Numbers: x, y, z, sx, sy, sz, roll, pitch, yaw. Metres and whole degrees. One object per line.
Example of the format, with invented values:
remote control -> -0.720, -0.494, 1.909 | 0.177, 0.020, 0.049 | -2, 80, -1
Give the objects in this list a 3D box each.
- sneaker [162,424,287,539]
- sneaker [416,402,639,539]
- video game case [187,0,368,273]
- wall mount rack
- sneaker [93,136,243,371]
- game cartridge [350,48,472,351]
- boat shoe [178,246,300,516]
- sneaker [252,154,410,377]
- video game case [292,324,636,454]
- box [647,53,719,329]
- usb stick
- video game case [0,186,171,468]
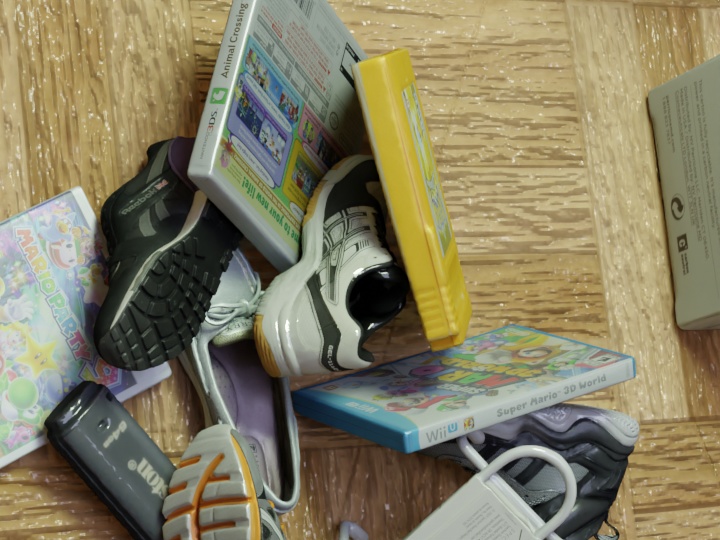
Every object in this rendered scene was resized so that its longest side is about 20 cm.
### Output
sneaker -> -0.070, 0.199, 1.451 | 0.077, 0.078, 0.202 | -9, 88, -50
sneaker -> 0.103, 0.150, 1.595 | 0.198, 0.075, 0.115 | 4, 90, -15
video game case -> -0.049, -0.103, 1.530 | 0.200, 0.022, 0.184 | 48, 50, -58
wall mount rack -> 0.086, 0.205, 1.543 | 0.200, 0.075, 0.174 | -42, 100, 13
sneaker -> -0.140, -0.012, 1.484 | 0.201, 0.087, 0.076 | -60, 145, -40
game cartridge -> 0.040, -0.053, 1.546 | 0.032, 0.176, 0.202 | -16, 96, 7
boat shoe -> -0.079, 0.070, 1.513 | 0.074, 0.065, 0.204 | -1, 75, -30
sneaker -> 0.000, 0.000, 1.522 | 0.201, 0.087, 0.076 | -68, 148, -41
video game case -> 0.072, 0.080, 1.555 | 0.199, 0.143, 0.018 | -16, 107, -31
box -> 0.351, -0.070, 1.715 | 0.170, 0.200, 0.201 | -1, 78, -28
usb stick -> -0.130, 0.159, 1.474 | 0.056, 0.033, 0.200 | -47, 109, -26
video game case -> -0.235, 0.048, 1.458 | 0.199, 0.018, 0.144 | -28, 93, -32
